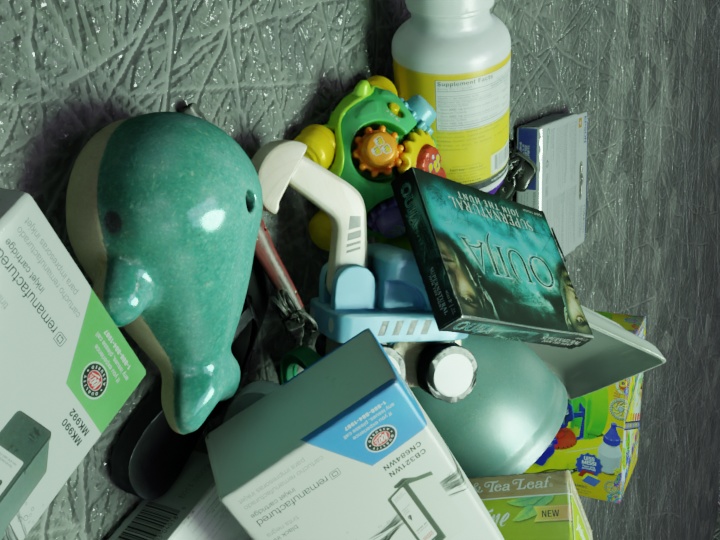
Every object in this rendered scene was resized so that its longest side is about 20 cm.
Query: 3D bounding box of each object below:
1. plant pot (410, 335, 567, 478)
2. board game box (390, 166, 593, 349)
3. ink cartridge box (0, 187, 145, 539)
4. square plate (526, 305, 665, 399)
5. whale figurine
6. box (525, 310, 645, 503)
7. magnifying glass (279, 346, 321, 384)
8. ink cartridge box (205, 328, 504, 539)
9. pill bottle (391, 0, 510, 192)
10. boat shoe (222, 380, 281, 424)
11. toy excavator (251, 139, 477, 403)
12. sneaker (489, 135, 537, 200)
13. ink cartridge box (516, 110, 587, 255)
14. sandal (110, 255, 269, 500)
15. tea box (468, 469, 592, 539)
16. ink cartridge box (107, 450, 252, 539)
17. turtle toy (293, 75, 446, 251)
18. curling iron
[{"bbox_3d":[0.083,0.119,0.916,0.135,0.199,0.201,53,47,-16],"label":"plant pot"},{"bbox_3d":[0.117,-0.005,0.792,0.199,0.028,0.136,10,54,-46],"label":"board game box"},{"bbox_3d":[-0.219,0.076,0.467,0.201,0.083,0.147,-59,143,-34],"label":"ink cartridge box"},{"bbox_3d":[0.181,0.065,0.961,0.029,0.197,0.200,-67,-173,-23],"label":"square plate"},{"bbox_3d":[-0.105,-0.001,0.594,0.159,0.103,0.202,-40,119,-66],"label":"whale figurine"},{"bbox_3d":[0.232,0.150,1.132,0.122,0.198,0.195,-29,121,-60],"label":"box"},{"bbox_3d":[-0.038,0.151,0.819,0.022,0.079,0.202,-24,131,-29],"label":"magnifying glass"},{"bbox_3d":[0.003,0.168,0.683,0.145,0.084,0.201,-34,118,-1],"label":"ink cartridge box"},{"bbox_3d":[0.086,-0.177,0.881,0.112,0.111,0.202,-48,143,-44],"label":"pill bottle"},{"bbox_3d":[-0.061,0.156,0.767,0.068,0.073,0.201,-62,150,-48],"label":"boat shoe"},{"bbox_3d":[0.000,0.000,0.759,0.193,0.100,0.202,1,97,-21],"label":"toy excavator"},{"bbox_3d":[0.147,-0.128,1.028,0.069,0.099,0.202,-35,127,-54],"label":"sneaker"},{"bbox_3d":[0.267,-0.114,1.295,0.200,0.043,0.198,-26,118,-57],"label":"ink cartridge box"},{"bbox_3d":[-0.111,0.078,0.693,0.076,0.042,0.201,56,50,-49],"label":"sandal"},{"bbox_3d":[0.094,0.291,0.780,0.134,0.198,0.198,61,26,-47],"label":"tea box"},{"bbox_3d":[-0.120,0.251,0.714,0.109,0.050,0.202,-49,137,-45],"label":"ink cartridge box"},{"bbox_3d":[0.025,-0.074,0.832,0.146,0.100,0.202,-48,136,-44],"label":"turtle toy"},{"bbox_3d":[-0.079,-0.032,0.691,0.025,0.050,0.201,-27,107,-9],"label":"curling iron"}]
